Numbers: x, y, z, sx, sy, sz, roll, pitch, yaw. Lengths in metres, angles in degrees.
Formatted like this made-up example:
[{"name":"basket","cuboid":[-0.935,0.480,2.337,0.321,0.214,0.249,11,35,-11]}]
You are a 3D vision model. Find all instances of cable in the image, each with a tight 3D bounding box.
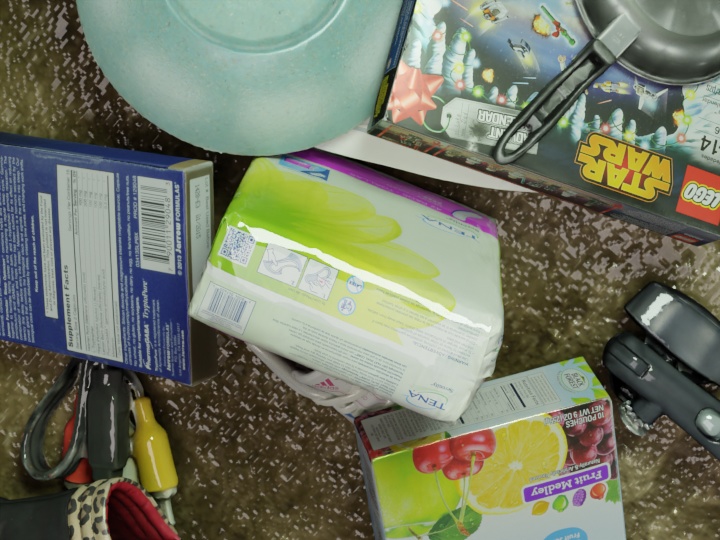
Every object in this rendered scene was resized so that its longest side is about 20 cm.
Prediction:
[{"name":"cable","cuboid":[-0.153,0.055,1.048,0.096,0.050,0.203,5,94,20]}]

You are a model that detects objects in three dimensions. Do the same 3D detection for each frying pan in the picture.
[{"name":"frying pan","cuboid":[0.133,-0.142,0.903,0.188,0.031,0.116,-23,88,-19]}]

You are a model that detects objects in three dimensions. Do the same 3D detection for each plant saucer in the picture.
[{"name":"plant saucer","cuboid":[-0.056,-0.164,0.930,0.198,0.039,0.204,0,83,-3]}]

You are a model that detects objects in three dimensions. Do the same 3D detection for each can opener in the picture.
[{"name":"can opener","cuboid":[0.219,0.096,1.010,0.200,0.063,0.079,43,104,-8]}]

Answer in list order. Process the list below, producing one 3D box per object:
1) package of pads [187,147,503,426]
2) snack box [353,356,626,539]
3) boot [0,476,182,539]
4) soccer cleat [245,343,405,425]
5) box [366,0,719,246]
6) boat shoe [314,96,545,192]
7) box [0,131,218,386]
[{"name":"package of pads","cuboid":[0.000,0.000,0.927,0.153,0.200,0.069,22,108,-3]},{"name":"snack box","cuboid":[0.082,0.163,1.009,0.141,0.053,0.202,-13,117,-7]},{"name":"boot","cuboid":[-0.167,0.211,1.040,0.149,0.073,0.202,-15,107,27]},{"name":"soccer cleat","cuboid":[0.003,0.066,1.004,0.199,0.086,0.070,34,105,-6]},{"name":"box","cuboid":[0.115,-0.109,0.928,0.198,0.040,0.138,17,81,-12]},{"name":"boat shoe","cuboid":[0.052,-0.091,0.972,0.198,0.072,0.069,13,106,9]},{"name":"box","cuboid":[-0.168,-0.012,0.993,0.198,0.032,0.123,10,108,31]}]
